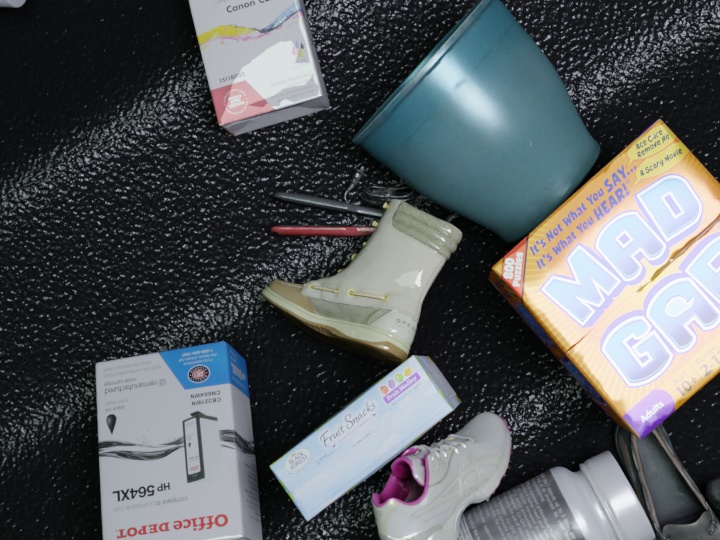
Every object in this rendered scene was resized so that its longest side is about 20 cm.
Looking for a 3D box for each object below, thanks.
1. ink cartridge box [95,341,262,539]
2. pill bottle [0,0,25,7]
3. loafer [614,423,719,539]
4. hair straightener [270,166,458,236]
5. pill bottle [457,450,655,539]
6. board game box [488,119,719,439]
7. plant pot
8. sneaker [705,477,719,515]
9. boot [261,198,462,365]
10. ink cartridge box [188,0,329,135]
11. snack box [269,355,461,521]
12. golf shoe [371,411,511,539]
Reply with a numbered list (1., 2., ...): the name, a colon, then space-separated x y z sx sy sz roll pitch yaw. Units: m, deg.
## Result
1. ink cartridge box: -0.186 0.189 1.156 0.145 0.084 0.202 -10 69 5
2. pill bottle: -0.466 -0.333 1.230 0.198 0.111 0.112 5 87 7
3. loafer: 0.312 0.237 1.128 0.072 0.063 0.201 -28 84 4
4. hair straightener: 0.005 -0.073 1.195 0.198 0.041 0.078 2 87 6
5. pill bottle: 0.179 0.264 1.117 0.199 0.114 0.114 -28 84 4
6. board game box: 0.261 0.012 1.079 0.200 0.200 0.200 -41 84 2
7. plant pot: 0.126 -0.137 1.120 0.188 0.200 0.200 42 92 -7
8. sneaker: 0.438 0.233 1.117 0.199 0.076 0.091 19 82 -2
9. boot: 0.000 0.000 1.155 0.199 0.072 0.155 17 75 43
10. ink cartridge box: -0.114 -0.259 1.207 0.116 0.067 0.202 -15 85 5
11. snack box: 0.012 0.155 1.100 0.168 0.200 0.068 -38 83 2
12. golf shoe: 0.081 0.196 1.106 0.075 0.200 0.092 -6 122 43
